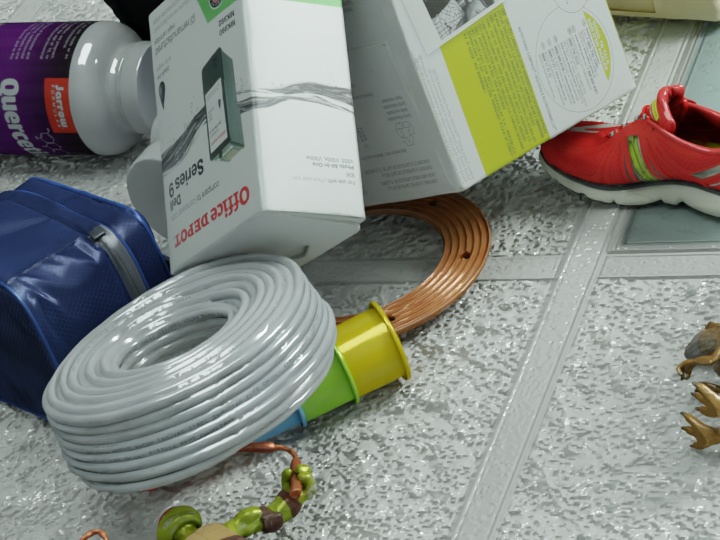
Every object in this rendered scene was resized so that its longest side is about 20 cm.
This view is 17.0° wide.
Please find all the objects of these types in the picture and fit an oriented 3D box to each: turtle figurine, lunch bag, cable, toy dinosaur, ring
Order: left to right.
[{"bbox_3d":[-0.209,0.017,1.723,0.132,0.136,0.200,-38,35,-27],"label":"lunch bag"},{"bbox_3d":[-0.110,0.065,1.562,0.199,0.069,0.200,-28,20,-7],"label":"cable"},{"bbox_3d":[-0.088,0.191,1.483,0.199,0.065,0.161,-26,41,-28],"label":"turtle figurine"},{"bbox_3d":[0.000,0.000,1.764,0.199,0.019,0.201,-12,34,8],"label":"ring"},{"bbox_3d":[0.258,0.072,1.499,0.106,0.061,0.200,-31,35,-22],"label":"toy dinosaur"}]

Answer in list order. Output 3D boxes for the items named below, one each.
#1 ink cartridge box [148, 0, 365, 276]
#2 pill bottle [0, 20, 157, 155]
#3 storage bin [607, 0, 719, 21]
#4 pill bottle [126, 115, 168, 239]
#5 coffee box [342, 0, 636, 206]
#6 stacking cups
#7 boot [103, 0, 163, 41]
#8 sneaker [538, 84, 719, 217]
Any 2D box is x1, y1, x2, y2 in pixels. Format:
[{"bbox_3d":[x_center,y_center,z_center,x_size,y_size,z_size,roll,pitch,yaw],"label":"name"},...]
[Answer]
[{"bbox_3d":[-0.073,-0.107,1.651,0.084,0.201,0.146,4,-20,-30],"label":"ink cartridge box"},{"bbox_3d":[-0.252,-0.153,2.020,0.199,0.113,0.113,2,38,28],"label":"pill bottle"},{"bbox_3d":[0.252,-0.297,2.012,0.199,0.094,0.199,8,41,34],"label":"storage bin"},{"bbox_3d":[-0.094,-0.109,1.883,0.112,0.112,0.200,8,42,34],"label":"pill bottle"},{"bbox_3d":[0.046,-0.177,1.770,0.197,0.201,0.199,-31,15,-35],"label":"coffee box"},{"bbox_3d":[-0.066,0.088,1.626,0.199,0.061,0.061,-25,33,-10],"label":"stacking cups"},{"bbox_3d":[-0.133,-0.222,1.984,0.168,0.200,0.077,13,66,47],"label":"boot"},{"bbox_3d":[0.218,-0.097,1.742,0.199,0.085,0.077,8,40,34],"label":"sneaker"}]
